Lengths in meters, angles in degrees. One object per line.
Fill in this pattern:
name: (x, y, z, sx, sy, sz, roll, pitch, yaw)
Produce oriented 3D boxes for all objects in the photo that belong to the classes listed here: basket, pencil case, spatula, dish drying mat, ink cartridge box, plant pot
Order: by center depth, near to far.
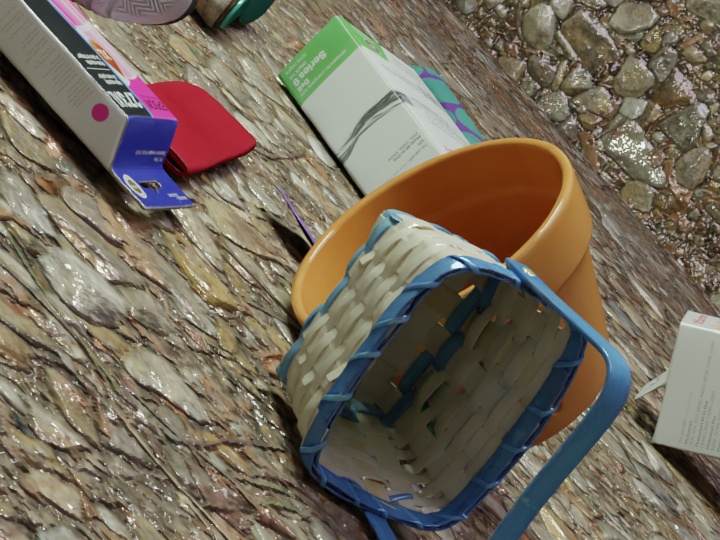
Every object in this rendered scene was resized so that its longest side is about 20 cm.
basket: (0.052, 0.070, 1.139, 0.139, 0.177, 0.200, 27, 19, -33)
ink cartridge box: (-0.172, -0.120, 1.269, 0.200, 0.037, 0.095, 50, 12, 6)
plant pot: (0.073, 0.029, 1.349, 0.140, 0.200, 0.200, 60, 6, -25)
dish drying mat: (-0.123, -0.100, 1.447, 0.077, 0.018, 0.200, 47, 13, 1)
spatula: (0.000, 0.000, 1.538, 0.200, 0.021, 0.057, 35, 15, -46)
ink cartridge box: (0.035, -0.114, 1.866, 0.146, 0.084, 0.200, 30, 21, -54)
pencil case: (0.076, -0.116, 2.011, 0.200, 0.085, 0.093, -117, -169, -49)
ink cartridge box: (0.377, 0.120, 2.055, 0.199, 0.126, 0.129, 14, 6, 11)

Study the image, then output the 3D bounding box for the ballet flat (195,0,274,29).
ballet flat: (-0.117, -0.260, 1.863, 0.067, 0.068, 0.200, 40, 11, 0)

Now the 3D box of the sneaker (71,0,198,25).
sneaker: (-0.171, -0.209, 1.386, 0.200, 0.078, 0.112, 29, 2, 25)
